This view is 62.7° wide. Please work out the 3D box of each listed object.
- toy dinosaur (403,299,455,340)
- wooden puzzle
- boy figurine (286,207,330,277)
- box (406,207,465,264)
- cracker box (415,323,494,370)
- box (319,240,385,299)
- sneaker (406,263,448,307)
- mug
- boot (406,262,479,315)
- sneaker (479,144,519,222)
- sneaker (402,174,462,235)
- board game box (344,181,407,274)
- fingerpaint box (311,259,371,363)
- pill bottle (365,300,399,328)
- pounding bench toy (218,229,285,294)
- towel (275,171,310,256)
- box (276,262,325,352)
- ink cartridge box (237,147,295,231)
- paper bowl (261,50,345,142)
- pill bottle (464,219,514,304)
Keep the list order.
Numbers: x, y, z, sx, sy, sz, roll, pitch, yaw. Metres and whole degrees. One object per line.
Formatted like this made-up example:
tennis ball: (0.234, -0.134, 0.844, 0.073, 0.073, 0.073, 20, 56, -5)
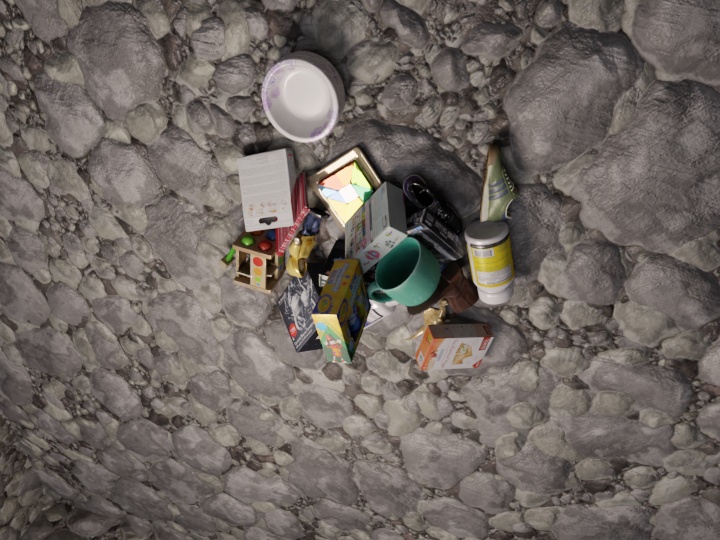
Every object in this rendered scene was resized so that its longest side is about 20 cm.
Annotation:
toy dinosaur: (0.221, 0.162, 1.753, 0.101, 0.058, 0.201, 42, 122, 7)
wooden puzzle: (-0.029, -0.209, 1.583, 0.197, 0.037, 0.186, -24, 113, 33)
boy figurine: (-0.157, -0.075, 1.647, 0.063, 0.124, 0.204, 26, 102, 16)
box: (0.152, -0.071, 1.547, 0.157, 0.051, 0.198, 37, 148, -25)
cracker box: (0.270, 0.221, 1.704, 0.195, 0.058, 0.136, 0, 131, -20)
box: (0.000, 0.000, 1.641, 0.195, 0.160, 0.047, 14, 133, 10)
sneaker: (0.183, 0.029, 1.659, 0.079, 0.066, 0.199, 48, 126, -5)
mug: (0.118, 0.012, 1.501, 0.114, 0.155, 0.183, 35, 154, -33)
boot: (0.231, 0.082, 1.595, 0.186, 0.065, 0.200, -40, 146, 7)
sneaker: (0.342, -0.207, 1.431, 0.087, 0.068, 0.204, 5, 126, 8)
sneaker: (0.184, -0.152, 1.495, 0.199, 0.088, 0.076, 42, 100, -12)
board game box: (0.035, -0.106, 1.530, 0.063, 0.150, 0.199, 21, 139, -28)
fingerpaint box: (-0.042, 0.100, 1.494, 0.072, 0.202, 0.170, 1, 130, 20)
pill bottle: (0.036, 0.094, 1.727, 0.198, 0.112, 0.111, -33, 109, 35)
pounding bench toy: (-0.331, -0.053, 1.752, 0.195, 0.125, 0.159, 15, 128, 10)
towel: (-0.189, -0.153, 1.626, 0.022, 0.147, 0.201, 14, 135, -26)
box: (-0.140, 0.110, 1.751, 0.201, 0.102, 0.185, -49, 56, 38)
ink cartridge box: (-0.247, -0.216, 1.600, 0.158, 0.050, 0.206, -5, 95, 24)
paper bowl: (-0.131, -0.423, 1.426, 0.196, 0.105, 0.205, 10, 126, 14)
pill bottle: (0.338, -0.022, 1.527, 0.111, 0.115, 0.204, -3, 123, 22)
